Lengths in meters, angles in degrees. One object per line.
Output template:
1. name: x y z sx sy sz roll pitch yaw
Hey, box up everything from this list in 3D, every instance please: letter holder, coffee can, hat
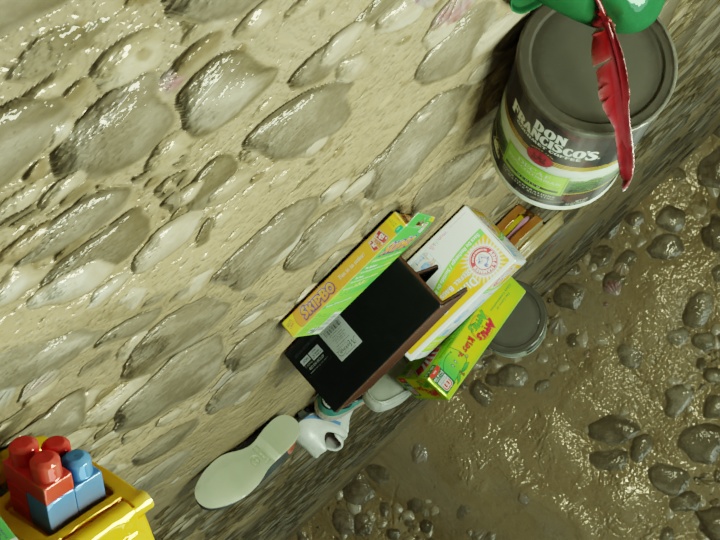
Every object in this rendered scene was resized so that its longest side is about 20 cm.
1. letter holder: 0.025 0.064 1.420 0.200 0.101 0.142 -46 169 20
2. coffee can: 0.211 -0.161 1.099 0.146 0.146 0.200 -39 168 -11
3. hat: 0.235 -0.213 0.913 0.165 0.176 0.200 -39 168 -12
4. coffee can: 0.313 0.104 2.333 0.146 0.146 0.200 -42 169 2

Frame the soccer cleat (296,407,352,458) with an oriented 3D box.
1. soccer cleat: -0.049 0.264 1.911 0.070 0.086 0.200 -48 167 28

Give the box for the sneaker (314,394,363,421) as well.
1. sneaker: 0.015 0.175 1.841 0.200 0.072 0.080 -34 170 -28

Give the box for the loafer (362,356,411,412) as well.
1. loafer: 0.077 0.135 1.690 0.200 0.070 0.070 -44 166 -33

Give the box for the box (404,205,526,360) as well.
1. box: 0.117 0.017 1.536 0.200 0.101 0.112 -44 169 10

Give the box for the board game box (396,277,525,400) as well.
1. board game box: 0.145 0.094 1.621 0.200 0.048 0.101 -52 -164 -19

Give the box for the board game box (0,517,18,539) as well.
1. board game box: -0.319 0.214 0.710 0.200 0.153 0.040 -35 165 -31

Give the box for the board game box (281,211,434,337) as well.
1. board game box: 0.000 0.000 1.283 0.200 0.030 0.095 -42 169 11

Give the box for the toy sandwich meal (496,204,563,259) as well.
1. toy sandwich meal: 0.254 -0.045 1.861 0.205 0.070 0.205 -44 172 -7

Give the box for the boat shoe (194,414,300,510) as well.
1. boat shoe: -0.170 0.293 1.681 0.200 0.071 0.063 -39 172 -34

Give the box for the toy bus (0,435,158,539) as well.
1. toy bus: -0.259 0.205 0.917 0.135 0.199 0.193 -33 129 -40
